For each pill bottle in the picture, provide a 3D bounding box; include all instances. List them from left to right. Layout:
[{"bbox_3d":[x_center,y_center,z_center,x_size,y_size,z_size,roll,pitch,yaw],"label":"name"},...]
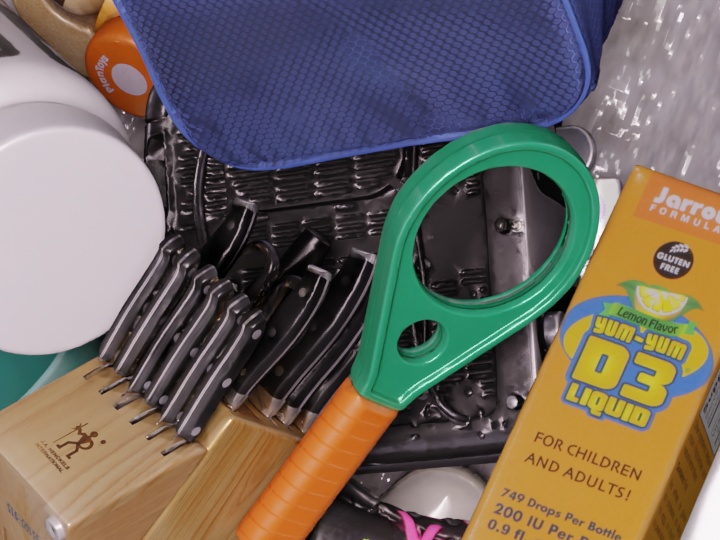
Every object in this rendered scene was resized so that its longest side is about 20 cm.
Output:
[{"bbox_3d":[-0.162,-0.047,1.062,0.113,0.200,0.114,-11,117,-23],"label":"pill bottle"}]

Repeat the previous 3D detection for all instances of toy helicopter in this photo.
[{"bbox_3d":[-0.132,-0.166,1.104,0.132,0.201,0.079,13,47,25],"label":"toy helicopter"}]

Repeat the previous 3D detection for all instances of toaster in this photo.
[{"bbox_3d":[0.000,0.000,1.076,0.199,0.119,0.182,-7,81,21],"label":"toaster"}]

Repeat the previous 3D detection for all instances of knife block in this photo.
[{"bbox_3d":[-0.062,0.072,1.001,0.175,0.201,0.064,-28,53,-29],"label":"knife block"}]

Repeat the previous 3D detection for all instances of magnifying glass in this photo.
[{"bbox_3d":[0.017,0.030,0.955,0.079,0.022,0.200,24,110,-32],"label":"magnifying glass"}]

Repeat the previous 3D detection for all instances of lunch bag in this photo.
[{"bbox_3d":[0.015,-0.136,0.961,0.199,0.133,0.136,-6,128,23],"label":"lunch bag"}]

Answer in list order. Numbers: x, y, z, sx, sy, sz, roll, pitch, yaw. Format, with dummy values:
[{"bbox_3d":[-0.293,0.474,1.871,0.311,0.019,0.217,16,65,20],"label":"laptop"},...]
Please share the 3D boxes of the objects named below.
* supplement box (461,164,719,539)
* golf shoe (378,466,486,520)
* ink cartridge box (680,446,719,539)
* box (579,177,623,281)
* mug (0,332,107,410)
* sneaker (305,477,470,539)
[{"bbox_3d":[0.095,0.065,0.952,0.066,0.069,0.201,19,72,21],"label":"supplement box"},{"bbox_3d":[0.004,0.176,1.099,0.078,0.097,0.201,25,89,8],"label":"golf shoe"},{"bbox_3d":[0.212,0.066,1.056,0.144,0.145,0.201,18,88,8],"label":"ink cartridge box"},{"bbox_3d":[0.100,0.060,1.122,0.038,0.041,0.201,-2,86,7],"label":"box"},{"bbox_3d":[-0.155,0.074,1.098,0.184,0.152,0.115,-28,124,-9],"label":"mug"},{"bbox_3d":[0.019,0.125,1.012,0.199,0.087,0.074,-1,65,29],"label":"sneaker"}]
